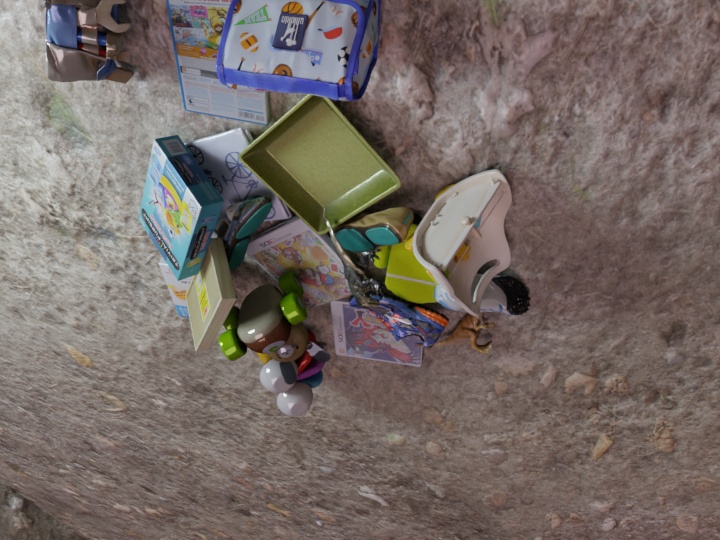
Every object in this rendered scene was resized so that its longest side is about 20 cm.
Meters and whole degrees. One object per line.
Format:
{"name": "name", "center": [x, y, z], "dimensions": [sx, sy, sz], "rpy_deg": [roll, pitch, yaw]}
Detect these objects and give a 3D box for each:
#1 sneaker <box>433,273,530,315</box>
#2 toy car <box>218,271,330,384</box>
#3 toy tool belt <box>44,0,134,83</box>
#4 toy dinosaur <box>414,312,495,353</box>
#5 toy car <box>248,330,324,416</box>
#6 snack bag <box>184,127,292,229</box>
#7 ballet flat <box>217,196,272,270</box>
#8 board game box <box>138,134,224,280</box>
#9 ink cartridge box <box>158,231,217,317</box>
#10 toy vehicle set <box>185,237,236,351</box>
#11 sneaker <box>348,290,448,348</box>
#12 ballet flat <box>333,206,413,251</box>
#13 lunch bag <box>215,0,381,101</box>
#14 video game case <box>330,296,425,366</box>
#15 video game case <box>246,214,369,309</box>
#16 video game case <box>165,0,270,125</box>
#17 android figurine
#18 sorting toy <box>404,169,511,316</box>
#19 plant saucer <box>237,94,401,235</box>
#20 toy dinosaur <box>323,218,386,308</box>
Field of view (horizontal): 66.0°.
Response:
{"name": "sneaker", "center": [0.222, 0.043, 0.999], "dimensions": [0.197, 0.073, 0.072], "rpy_deg": [8, 173, -25]}
{"name": "toy car", "center": [-0.150, 0.137, 1.076], "dimensions": [0.163, 0.158, 0.201], "rpy_deg": [-30, 119, 5]}
{"name": "toy tool belt", "center": [-0.375, -0.351, 0.779], "dimensions": [0.121, 0.127, 0.200], "rpy_deg": [-1, 148, -30]}
{"name": "toy dinosaur", "center": [0.213, 0.126, 1.120], "dimensions": [0.106, 0.060, 0.200], "rpy_deg": [44, 128, 5]}
{"name": "toy car", "center": [-0.150, 0.205, 1.237], "dimensions": [0.148, 0.175, 0.202], "rpy_deg": [-29, 129, -7]}
{"name": "snack bag", "center": [-0.242, -0.153, 0.986], "dimensions": [0.197, 0.022, 0.190], "rpy_deg": [-7, 131, 25]}
{"name": "ballet flat", "center": [-0.222, -0.079, 0.993], "dimensions": [0.073, 0.075, 0.200], "rpy_deg": [28, 132, -13]}
{"name": "board game box", "center": [-0.316, -0.103, 0.957], "dimensions": [0.152, 0.047, 0.201], "rpy_deg": [52, 136, 16]}
{"name": "ink cartridge box", "center": [-0.336, 0.012, 1.140], "dimensions": [0.113, 0.068, 0.202], "rpy_deg": [6, 135, 9]}
{"name": "toy vehicle set", "center": [-0.280, 0.049, 1.021], "dimensions": [0.026, 0.126, 0.200], "rpy_deg": [-2, 149, -32]}
{"name": "sneaker", "center": [0.069, 0.094, 1.065], "dimensions": [0.197, 0.080, 0.075], "rpy_deg": [19, -179, 1]}
{"name": "ballet flat", "center": [0.023, -0.072, 0.954], "dimensions": [0.069, 0.063, 0.199], "rpy_deg": [46, 156, -26]}
{"name": "lunch bag", "center": [-0.067, -0.281, 0.682], "dimensions": [0.167, 0.202, 0.125], "rpy_deg": [9, 136, 7]}
{"name": "video game case", "center": [0.037, 0.132, 1.186], "dimensions": [0.196, 0.023, 0.184], "rpy_deg": [6, 135, 9]}
{"name": "video game case", "center": [-0.106, -0.010, 1.073], "dimensions": [0.180, 0.023, 0.200], "rpy_deg": [-19, 127, 38]}
{"name": "video game case", "center": [-0.205, -0.318, 0.816], "dimensions": [0.141, 0.018, 0.202], "rpy_deg": [12, 136, 5]}
{"name": "android figurine", "center": [0.111, -0.013, 1.010], "dimensions": [0.179, 0.041, 0.202], "rpy_deg": [10, 135, 5]}
{"name": "sorting toy", "center": [0.177, -0.025, 0.895], "dimensions": [0.106, 0.201, 0.180], "rpy_deg": [10, 147, 52]}
{"name": "plant saucer", "center": [-0.062, -0.175, 0.894], "dimensions": [0.198, 0.048, 0.200], "rpy_deg": [-27, 122, 36]}
{"name": "toy dinosaur", "center": [0.000, 0.000, 0.956], "dimensions": [0.087, 0.047, 0.202], "rpy_deg": [4, 129, 42]}
